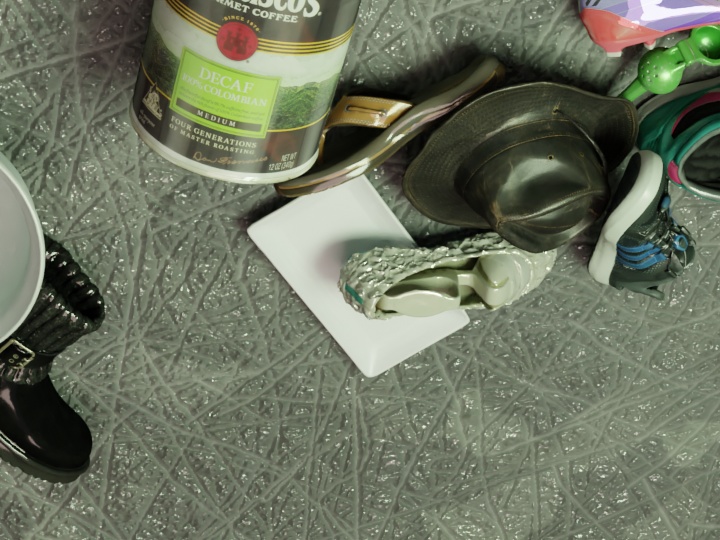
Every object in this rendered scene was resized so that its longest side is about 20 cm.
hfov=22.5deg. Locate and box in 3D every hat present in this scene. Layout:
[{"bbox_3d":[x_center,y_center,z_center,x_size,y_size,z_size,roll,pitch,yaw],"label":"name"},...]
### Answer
[{"bbox_3d":[0.135,-0.062,1.422,0.200,0.081,0.201,-13,152,-7],"label":"hat"}]

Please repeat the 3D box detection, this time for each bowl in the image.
[{"bbox_3d":[-0.328,-0.036,1.370,0.200,0.090,0.202,2,116,4],"label":"bowl"}]

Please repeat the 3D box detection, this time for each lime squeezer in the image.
[{"bbox_3d":[0.260,-0.162,1.423,0.200,0.038,0.071,-30,152,10],"label":"lime squeezer"}]

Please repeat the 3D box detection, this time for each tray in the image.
[{"bbox_3d":[0.000,0.000,1.517,0.107,0.022,0.200,-30,126,11],"label":"tray"}]

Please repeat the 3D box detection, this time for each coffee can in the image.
[{"bbox_3d":[-0.075,-0.184,1.289,0.146,0.147,0.200,7,125,-16],"label":"coffee can"}]

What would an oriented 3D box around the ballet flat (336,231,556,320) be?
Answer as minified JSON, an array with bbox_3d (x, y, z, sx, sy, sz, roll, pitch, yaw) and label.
[{"bbox_3d":[0.079,0.013,1.491,0.199,0.072,0.072,-8,128,-20],"label":"ballet flat"}]

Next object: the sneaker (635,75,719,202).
[{"bbox_3d":[0.319,-0.119,1.427,0.200,0.121,0.084,-26,126,9],"label":"sneaker"}]

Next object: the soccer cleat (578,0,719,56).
[{"bbox_3d":[0.263,-0.223,1.379,0.199,0.067,0.077,-15,123,4],"label":"soccer cleat"}]

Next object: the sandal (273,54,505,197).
[{"bbox_3d":[0.017,-0.121,1.400,0.200,0.082,0.055,-29,106,8],"label":"sandal"}]

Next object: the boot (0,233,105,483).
[{"bbox_3d":[-0.258,0.075,1.486,0.158,0.080,0.211,-37,124,16],"label":"boot"}]

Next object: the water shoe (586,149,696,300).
[{"bbox_3d":[0.237,-0.036,1.458,0.079,0.072,0.200,23,164,7],"label":"water shoe"}]
